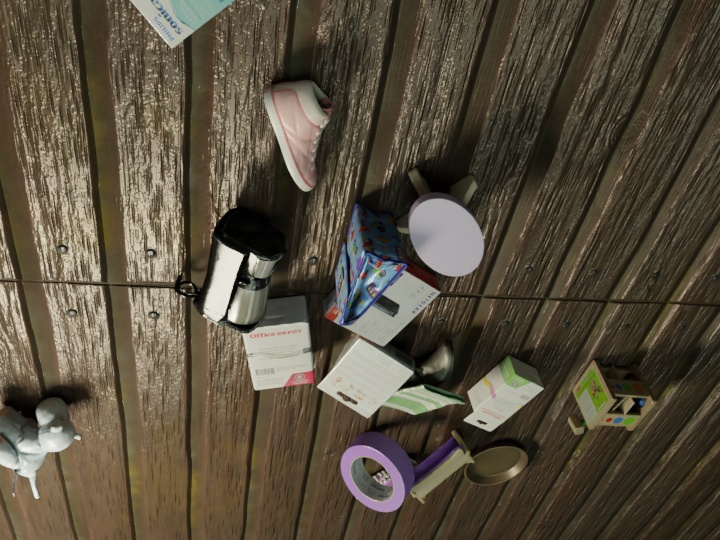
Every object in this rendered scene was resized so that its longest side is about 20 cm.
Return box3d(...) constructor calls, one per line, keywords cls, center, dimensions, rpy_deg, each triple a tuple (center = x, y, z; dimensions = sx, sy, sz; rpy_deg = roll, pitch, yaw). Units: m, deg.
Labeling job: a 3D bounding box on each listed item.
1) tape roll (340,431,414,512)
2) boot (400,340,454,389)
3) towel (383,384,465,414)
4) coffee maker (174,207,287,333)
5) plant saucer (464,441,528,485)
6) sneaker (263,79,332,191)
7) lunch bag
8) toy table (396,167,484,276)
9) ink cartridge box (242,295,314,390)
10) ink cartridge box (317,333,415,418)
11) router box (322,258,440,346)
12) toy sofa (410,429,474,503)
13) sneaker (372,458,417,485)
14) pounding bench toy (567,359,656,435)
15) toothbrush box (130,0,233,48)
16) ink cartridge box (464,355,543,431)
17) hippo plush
box3d(cls="tape roll", center=(0.045, 0.536, 1.777), dimensions=(0.195, 0.065, 0.206), rpy_deg=(14, 118, 27))
box3d(cls="boot", center=(0.140, 0.240, 1.608), dimensions=(0.127, 0.069, 0.203), rpy_deg=(9, 133, -16))
box3d(cls="towel", center=(0.142, 0.320, 1.647), dimensions=(0.150, 0.024, 0.198), rpy_deg=(23, 151, -32))
box3d(cls="coffee maker", center=(-0.251, -0.004, 1.274), dimensions=(0.186, 0.137, 0.203), rpy_deg=(9, 129, -17))
box3d(cls="plant saucer", center=(0.398, 0.568, 1.974), dimensions=(0.193, 0.030, 0.204), rpy_deg=(-6, 132, -6))
box3d(cls="sneaker", center=(-0.086, -0.231, 1.142), dimensions=(0.101, 0.076, 0.204), rpy_deg=(-13, 128, 9))
box3d(cls="lunch bag", center=(0.000, 0.000, 1.312), dimensions=(0.091, 0.153, 0.203), rpy_deg=(14, 128, -21))
box3d(cls="toy table", center=(0.153, -0.096, 1.280), dimensions=(0.179, 0.119, 0.202), rpy_deg=(-21, 131, 9))
box3d(cls="ink cartridge box", center=(-0.178, 0.160, 1.465), dimensions=(0.140, 0.086, 0.204), rpy_deg=(-6, 133, -5))
box3d(cls="ink cartridge box", center=(0.013, 0.244, 1.579), dimensions=(0.160, 0.051, 0.201), rpy_deg=(32, 126, -13))
box3d(cls="router box", center=(0.045, 0.056, 1.439), dimensions=(0.177, 0.050, 0.200), rpy_deg=(28, 121, -30))
box3d(cls="toy sofa", center=(0.208, 0.534, 1.837), dimensions=(0.198, 0.083, 0.098), rpy_deg=(-39, 131, 2))
box3d(cls="sneaker", center=(0.073, 0.584, 1.905), dimensions=(0.194, 0.073, 0.117), rpy_deg=(-13, 130, -14))
box3d(cls="pounding bench toy", center=(0.657, 0.356, 1.769), dimensions=(0.151, 0.126, 0.204), rpy_deg=(7, 130, -17))
box3d(cls="toothbrush box", center=(-0.236, -0.437, 0.925), dimensions=(0.197, 0.087, 0.147), rpy_deg=(-31, 131, 16))
box3d(cls="ink cartridge box", center=(0.358, 0.319, 1.719), dimensions=(0.115, 0.068, 0.200), rpy_deg=(25, 121, -30))
box3d(cls="hippo plush", center=(-0.728, 0.370, 1.490), dimensions=(0.158, 0.204, 0.160), rpy_deg=(-29, 153, 6))
